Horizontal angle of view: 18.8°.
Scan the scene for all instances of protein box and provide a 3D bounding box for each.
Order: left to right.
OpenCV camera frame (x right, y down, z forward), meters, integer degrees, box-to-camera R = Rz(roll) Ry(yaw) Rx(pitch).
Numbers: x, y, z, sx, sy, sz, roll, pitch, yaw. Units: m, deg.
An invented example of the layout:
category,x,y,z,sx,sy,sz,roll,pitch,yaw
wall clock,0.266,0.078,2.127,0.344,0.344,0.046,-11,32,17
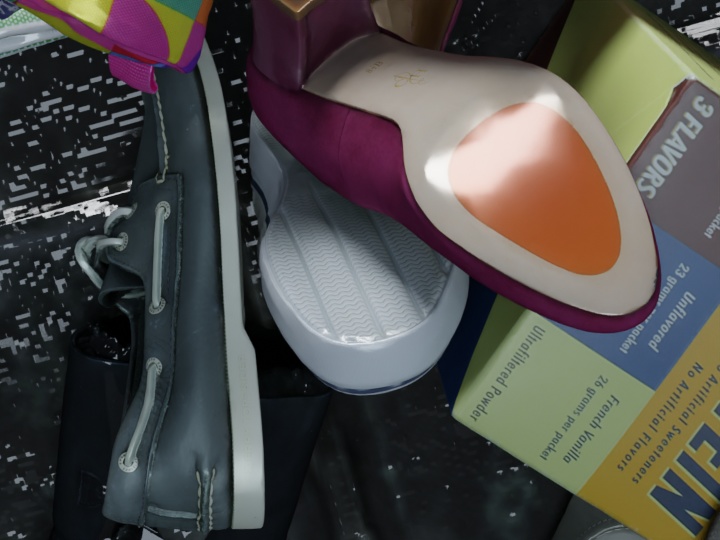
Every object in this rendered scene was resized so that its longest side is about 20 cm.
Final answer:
category,x,y,z,sx,sy,sz,roll,pitch,yaw
protein box,0.139,0.017,0.789,0.199,0.199,0.135,32,102,-13

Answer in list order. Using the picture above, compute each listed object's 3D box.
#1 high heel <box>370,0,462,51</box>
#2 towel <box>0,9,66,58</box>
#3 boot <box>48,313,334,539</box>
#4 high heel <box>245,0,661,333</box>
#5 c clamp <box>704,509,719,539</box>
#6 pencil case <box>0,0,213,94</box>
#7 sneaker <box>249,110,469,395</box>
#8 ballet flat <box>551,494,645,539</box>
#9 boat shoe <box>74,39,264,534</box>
category,x,y,z,sx,sy,sz,roll,pitch,yaw
high heel,0.025,-0.097,0.750,0.067,0.200,0.096,-26,102,-18
towel,-0.132,-0.174,0.749,0.148,0.031,0.201,-17,102,-13
boot,-0.036,0.115,0.867,0.199,0.076,0.169,17,108,-2
high heel,0.030,-0.029,0.708,0.067,0.200,0.096,-29,143,-14
c clamp,0.189,0.131,0.710,0.170,0.027,0.201,6,109,-5
pencil case,-0.060,-0.163,0.718,0.088,0.088,0.201,22,93,-10
sneaker,0.000,0.000,0.777,0.073,0.200,0.071,-10,117,-2
ballet flat,0.094,0.163,0.898,0.067,0.064,0.201,23,103,-10
boat shoe,-0.073,-0.002,0.796,0.061,0.073,0.201,-6,71,-6
